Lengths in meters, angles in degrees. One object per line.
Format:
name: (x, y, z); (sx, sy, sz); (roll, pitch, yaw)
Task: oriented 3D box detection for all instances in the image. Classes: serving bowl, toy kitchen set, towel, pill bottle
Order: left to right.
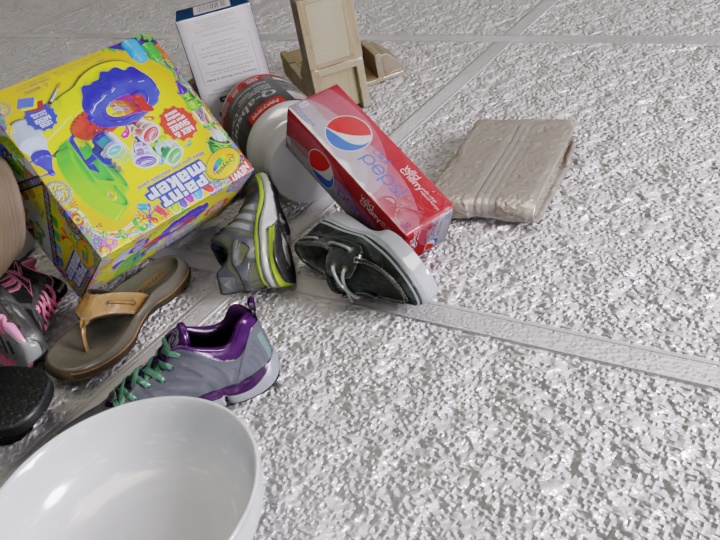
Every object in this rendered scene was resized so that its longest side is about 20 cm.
serving bowl: (-0.158, 0.179, 0.570); (0.200, 0.066, 0.200); (-10, 34, 6)
pill bottle: (-0.095, -0.165, 1.015); (0.116, 0.116, 0.200); (-22, 33, -13)
toy kitchen set: (-0.028, -0.359, 1.220); (0.163, 0.181, 0.200); (-20, 37, -11)
towel: (0.161, -0.114, 0.920); (0.132, 0.035, 0.200); (5, 38, 29)

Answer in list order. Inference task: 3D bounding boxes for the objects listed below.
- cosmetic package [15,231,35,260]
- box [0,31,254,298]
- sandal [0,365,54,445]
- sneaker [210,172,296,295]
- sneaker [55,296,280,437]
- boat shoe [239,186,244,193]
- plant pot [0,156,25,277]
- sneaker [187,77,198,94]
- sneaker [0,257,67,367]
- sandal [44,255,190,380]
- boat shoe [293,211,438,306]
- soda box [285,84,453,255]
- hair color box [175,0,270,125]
cosmetic package: (-0.527, -0.042, 0.948); (0.166, 0.168, 0.200); (0, 36, 20)
box: (-0.260, -0.113, 0.868); (0.200, 0.193, 0.122); (-38, 0, -35)
sandal: (-0.331, 0.124, 0.746); (0.200, 0.048, 0.075); (1, 35, 44)
sneaker: (-0.122, -0.043, 0.887); (0.081, 0.074, 0.200); (-17, 31, 2)
sneaker: (-0.170, 0.088, 0.690); (0.200, 0.088, 0.074); (-25, 34, -17)
boat shoe: (-0.225, -0.147, 1.077); (0.200, 0.073, 0.074); (16, 43, 37)
plant pot: (-0.384, -0.055, 0.784); (0.093, 0.201, 0.201); (-14, 27, -38)
sneaker: (-0.244, -0.225, 1.226); (0.075, 0.071, 0.200); (15, 43, 9)
sneaker: (-0.353, 0.034, 0.865); (0.095, 0.079, 0.200); (-19, 33, -29)
sandal: (-0.246, 0.035, 0.828); (0.082, 0.055, 0.200); (8, 39, 31)
boat shoe: (0.000, 0.000, 0.789); (0.071, 0.072, 0.200); (-36, 28, -15)
soda box: (0.005, -0.100, 0.850); (0.070, 0.063, 0.200); (-31, 65, -25)
hair color box: (-0.171, -0.259, 1.107); (0.100, 0.200, 0.061); (-16, 33, -3)
